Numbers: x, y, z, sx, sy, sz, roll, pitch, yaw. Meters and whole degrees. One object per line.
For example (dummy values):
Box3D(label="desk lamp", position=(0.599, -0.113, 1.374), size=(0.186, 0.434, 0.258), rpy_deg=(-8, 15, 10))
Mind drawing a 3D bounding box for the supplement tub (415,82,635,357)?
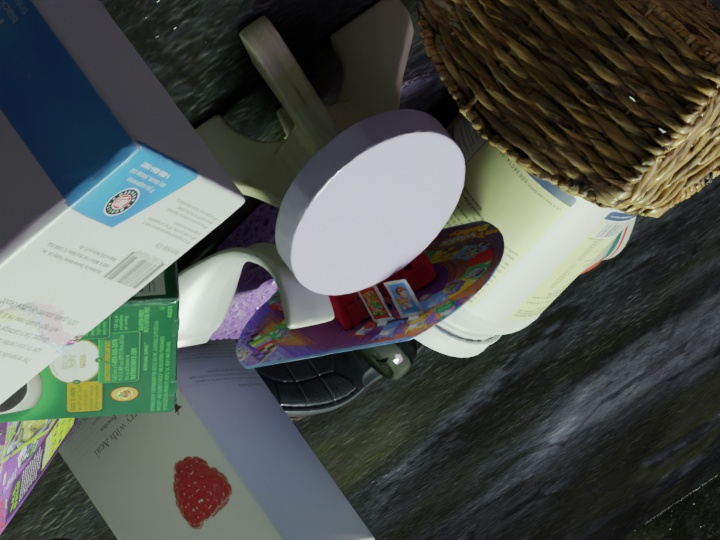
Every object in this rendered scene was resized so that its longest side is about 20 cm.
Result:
Box3D(label="supplement tub", position=(0.106, -0.045, 1.690), size=(0.145, 0.145, 0.200), rpy_deg=(-10, 149, -53))

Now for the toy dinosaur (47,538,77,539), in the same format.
Box3D(label="toy dinosaur", position=(-0.319, 0.277, 1.693), size=(0.105, 0.200, 0.182), rpy_deg=(-5, 101, -75))

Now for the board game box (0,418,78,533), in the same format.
Box3D(label="board game box", position=(-0.221, 0.096, 1.554), size=(0.120, 0.032, 0.200), rpy_deg=(-62, 177, -33))

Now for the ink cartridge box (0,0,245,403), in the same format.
Box3D(label="ink cartridge box", position=(-0.195, -0.038, 1.159), size=(0.200, 0.146, 0.147), rpy_deg=(-39, 162, 8))

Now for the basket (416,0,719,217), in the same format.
Box3D(label="basket", position=(0.150, -0.128, 1.467), size=(0.143, 0.200, 0.149), rpy_deg=(-51, 158, 18))

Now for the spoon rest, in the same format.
Box3D(label="spoon rest", position=(-0.102, 0.019, 1.541), size=(0.200, 0.061, 0.099), rpy_deg=(-10, 180, 45))

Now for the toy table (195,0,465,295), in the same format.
Box3D(label="toy table", position=(-0.021, -0.075, 1.434), size=(0.184, 0.117, 0.200), rpy_deg=(-31, 160, -15))

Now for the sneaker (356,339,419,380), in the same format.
Box3D(label="sneaker", position=(0.032, 0.021, 1.780), size=(0.114, 0.076, 0.199), rpy_deg=(-45, -176, 3))

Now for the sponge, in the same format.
Box3D(label="sponge", position=(-0.052, -0.020, 1.650), size=(0.200, 0.030, 0.112), rpy_deg=(-44, 160, 22))

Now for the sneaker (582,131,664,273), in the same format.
Box3D(label="sneaker", position=(0.179, -0.070, 1.812), size=(0.093, 0.070, 0.200), rpy_deg=(-35, 149, -39))

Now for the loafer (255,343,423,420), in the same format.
Box3D(label="loafer", position=(-0.029, 0.084, 1.889), size=(0.200, 0.072, 0.063), rpy_deg=(-22, 163, -41))

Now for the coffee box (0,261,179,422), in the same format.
Box3D(label="coffee box", position=(-0.205, 0.039, 1.337), size=(0.200, 0.044, 0.123), rpy_deg=(-4, 145, -8))

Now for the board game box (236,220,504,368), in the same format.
Box3D(label="board game box", position=(0.000, 0.000, 1.582), size=(0.200, 0.039, 0.158), rpy_deg=(-11, -154, 32))

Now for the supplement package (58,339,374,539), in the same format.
Box3D(label="supplement package", position=(-0.110, 0.163, 1.722), size=(0.121, 0.200, 0.120), rpy_deg=(-45, 160, 21))
